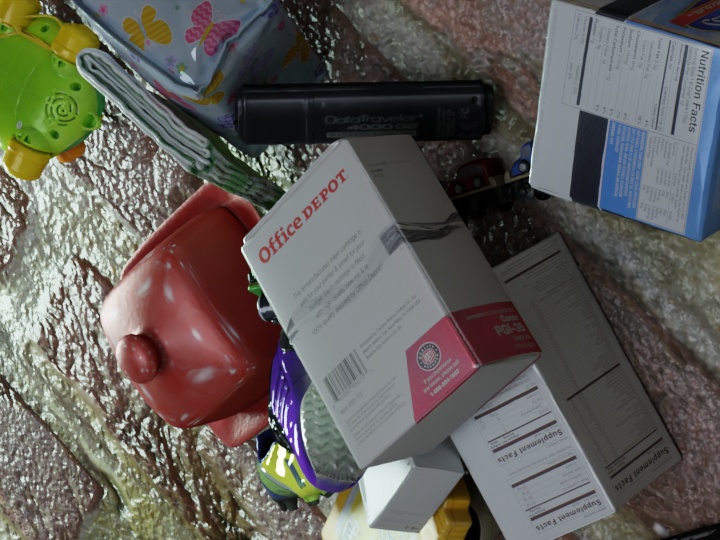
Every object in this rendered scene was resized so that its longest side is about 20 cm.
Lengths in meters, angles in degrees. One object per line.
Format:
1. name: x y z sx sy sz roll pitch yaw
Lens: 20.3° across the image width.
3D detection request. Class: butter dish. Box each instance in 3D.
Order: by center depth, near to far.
1. butter dish: -0.149 0.054 1.730 0.200 0.147 0.200 -40 80 42

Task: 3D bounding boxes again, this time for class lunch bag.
1. lunch bag: -0.143 -0.206 1.592 0.199 0.170 0.127 36 86 21

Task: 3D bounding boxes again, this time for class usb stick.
1. usb stick: 0.002 -0.121 1.531 0.198 0.033 0.056 -1 136 -3

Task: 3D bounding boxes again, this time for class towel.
1. towel: -0.139 -0.114 1.637 0.149 0.200 0.031 43 96 19

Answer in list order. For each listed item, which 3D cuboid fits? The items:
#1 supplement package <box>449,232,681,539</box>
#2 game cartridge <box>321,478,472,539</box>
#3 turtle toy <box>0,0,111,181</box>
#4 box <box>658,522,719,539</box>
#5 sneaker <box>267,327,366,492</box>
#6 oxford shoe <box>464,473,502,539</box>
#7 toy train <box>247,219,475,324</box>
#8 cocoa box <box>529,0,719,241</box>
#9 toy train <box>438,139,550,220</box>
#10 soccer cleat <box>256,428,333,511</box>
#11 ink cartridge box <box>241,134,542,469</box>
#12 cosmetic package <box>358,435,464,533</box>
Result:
1. supplement package: 0.134 0.094 1.535 0.109 0.113 0.201 -30 87 41
2. game cartridge: 0.027 0.209 1.663 0.177 0.032 0.201 -112 33 -48
3. turtle toy: -0.296 -0.172 1.789 0.199 0.101 0.147 33 103 28
4. box: 0.240 0.295 1.574 0.199 0.049 0.162 -23 95 42
5. sneaker: -0.034 0.119 1.592 0.201 0.069 0.100 -99 28 -51
6. oxford shoe: 0.068 0.237 1.674 0.071 0.074 0.201 38 129 18
7. toy train: 0.000 0.000 1.573 0.199 0.042 0.057 -13 69 24
8. cocoa box: 0.222 -0.121 1.318 0.131 0.200 0.134 21 119 31
9. toy train: 0.094 -0.065 1.560 0.199 0.034 0.046 -16 87 43
10. soccer cleat: -0.043 0.153 1.705 0.084 0.064 0.200 65 155 3
11. ink cartridge box: 0.019 0.020 1.473 0.146 0.082 0.201 -44 67 37
12. cosmetic package: 0.026 0.103 1.602 0.201 0.050 0.083 -103 33 -40
